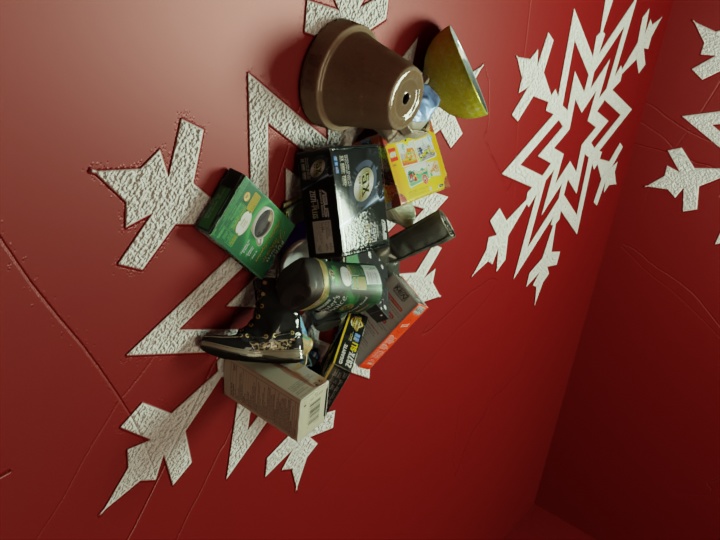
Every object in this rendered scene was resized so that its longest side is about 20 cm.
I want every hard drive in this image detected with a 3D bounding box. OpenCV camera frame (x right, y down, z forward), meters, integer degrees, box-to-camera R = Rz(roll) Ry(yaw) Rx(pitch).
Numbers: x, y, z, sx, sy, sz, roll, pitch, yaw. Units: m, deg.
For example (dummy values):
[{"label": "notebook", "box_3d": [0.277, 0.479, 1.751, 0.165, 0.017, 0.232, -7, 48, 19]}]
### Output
[{"label": "hard drive", "box_3d": [0.000, 0.000, 1.774, 0.200, 0.037, 0.142, 50, 30, -45]}]

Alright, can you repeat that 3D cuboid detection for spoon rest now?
[{"label": "spoon rest", "box_3d": [-0.093, 0.004, 1.663, 0.100, 0.060, 0.200, -50, 149, -5]}]

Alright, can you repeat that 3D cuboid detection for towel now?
[{"label": "towel", "box_3d": [-0.110, -0.058, 1.680, 0.143, 0.023, 0.203, -29, 135, -46]}]

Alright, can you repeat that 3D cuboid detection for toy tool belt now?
[{"label": "toy tool belt", "box_3d": [0.106, -0.335, 1.687, 0.123, 0.125, 0.199, -50, 171, 37]}]

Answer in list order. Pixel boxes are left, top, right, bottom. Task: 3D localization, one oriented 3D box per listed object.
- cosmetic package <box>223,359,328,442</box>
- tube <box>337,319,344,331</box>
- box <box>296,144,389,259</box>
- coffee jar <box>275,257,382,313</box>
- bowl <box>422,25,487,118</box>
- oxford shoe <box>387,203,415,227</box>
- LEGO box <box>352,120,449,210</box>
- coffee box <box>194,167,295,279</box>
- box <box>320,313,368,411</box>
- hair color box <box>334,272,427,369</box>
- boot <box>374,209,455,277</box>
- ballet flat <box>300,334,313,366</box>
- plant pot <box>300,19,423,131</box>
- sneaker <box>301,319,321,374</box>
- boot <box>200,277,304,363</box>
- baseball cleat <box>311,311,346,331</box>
[{"label": "cosmetic package", "box_3d": [-0.163, 0.224, 1.620, 0.087, 0.198, 0.105, -30, 138, -45]}, {"label": "tube", "box_3d": [0.023, 0.077, 1.973, 0.198, 0.051, 0.059, -27, 105, -42]}, {"label": "box", "box_3d": [-0.031, -0.133, 1.618, 0.163, 0.085, 0.204, -13, 98, -55]}, {"label": "coffee jar", "box_3d": [-0.058, 0.030, 1.580, 0.198, 0.104, 0.087, 6, 63, -45]}, {"label": "bowl", "box_3d": [0.185, -0.403, 1.803, 0.106, 0.203, 0.200, -23, 153, 14]}, {"label": "oxford shoe", "box_3d": [0.058, -0.172, 1.844, 0.076, 0.057, 0.201, -54, 134, -23]}, {"label": "LEGO box", "box_3d": [0.089, -0.219, 1.770, 0.199, 0.076, 0.152, -24, 98, -50]}, {"label": "coffee box", "box_3d": [-0.200, -0.078, 1.496, 0.124, 0.044, 0.200, -60, 150, -9]}, {"label": "box", "box_3d": [-0.053, 0.204, 1.811, 0.161, 0.049, 0.201, -69, -175, -46]}, {"label": "hair color box", "box_3d": [0.046, 0.115, 1.903, 0.200, 0.102, 0.061, -47, 152, 12]}, {"label": "boot", "box_3d": [0.121, -0.049, 1.913, 0.198, 0.073, 0.182, -30, 152, 7]}, {"label": "ballet flat", "box_3d": [-0.146, 0.202, 1.705, 0.062, 0.069, 0.201, 9, 135, -21]}, {"label": "plant pot", "box_3d": [0.015, -0.335, 1.531, 0.199, 0.173, 0.203, -36, 139, -40]}, {"label": "sneaker", "box_3d": [-0.119, 0.153, 1.751, 0.079, 0.089, 0.202, -49, 147, -25]}, {"label": "boot", "box_3d": [-0.195, 0.091, 1.575, 0.073, 0.196, 0.154, 142, -47, -69]}, {"label": "baseball cleat", "box_3d": [-0.032, 0.046, 1.836, 0.200, 0.069, 0.108, -48, 148, -30]}]
